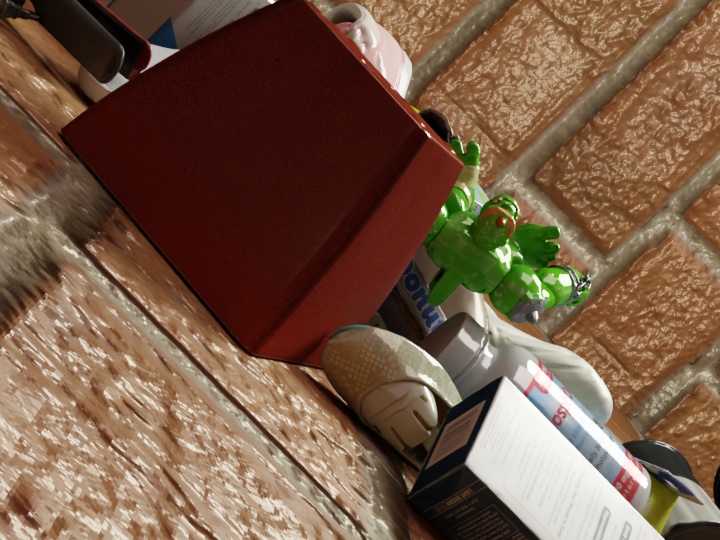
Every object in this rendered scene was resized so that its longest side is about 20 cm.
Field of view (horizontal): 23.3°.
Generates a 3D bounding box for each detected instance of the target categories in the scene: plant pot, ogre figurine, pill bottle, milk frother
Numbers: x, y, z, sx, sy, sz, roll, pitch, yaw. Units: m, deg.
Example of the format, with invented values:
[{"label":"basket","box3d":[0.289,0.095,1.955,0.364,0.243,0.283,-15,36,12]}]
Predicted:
[{"label":"plant pot","box3d":[-0.046,-0.070,1.187,0.200,0.176,0.200,48,6,14]},{"label":"ogre figurine","box3d":[0.092,-0.024,1.360,0.200,0.098,0.120,55,23,-13]},{"label":"pill bottle","box3d":[0.122,0.130,1.352,0.200,0.109,0.109,45,7,-9]},{"label":"milk frother","box3d":[0.349,0.249,1.704,0.181,0.200,0.188,48,6,-20]}]

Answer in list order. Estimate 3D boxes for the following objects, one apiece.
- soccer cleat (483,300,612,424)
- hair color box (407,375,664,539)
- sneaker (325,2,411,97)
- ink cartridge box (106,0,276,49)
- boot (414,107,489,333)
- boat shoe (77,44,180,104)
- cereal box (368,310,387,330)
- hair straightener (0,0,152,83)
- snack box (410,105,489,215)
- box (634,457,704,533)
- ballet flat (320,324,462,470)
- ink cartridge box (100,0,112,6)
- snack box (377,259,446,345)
[{"label":"soccer cleat","box3d":[0.128,0.079,1.526,0.200,0.069,0.078,36,21,21]},{"label":"hair color box","box3d":[0.130,0.178,1.169,0.200,0.060,0.100,45,38,-11]},{"label":"sneaker","box3d":[-0.012,-0.140,1.456,0.105,0.075,0.201,50,35,-40]},{"label":"ink cartridge box","box3d":[-0.121,-0.179,1.510,0.200,0.145,0.084,40,8,-47]},{"label":"boot","box3d":[0.067,-0.032,1.471,0.146,0.070,0.200,91,-14,-48]},{"label":"boat shoe","box3d":[-0.157,-0.137,1.378,0.072,0.068,0.200,51,29,14]},{"label":"cereal box","box3d":[0.000,0.000,1.521,0.200,0.039,0.144,38,28,-60]},{"label":"hair straightener","box3d":[-0.243,-0.210,1.278,0.200,0.041,0.077,46,27,11]},{"label":"snack box","box3d":[0.022,-0.114,1.647,0.200,0.068,0.169,31,21,-41]},{"label":"box","box3d":[0.184,0.165,1.497,0.200,0.048,0.122,23,-8,32]},{"label":"ballet flat","box3d":[0.048,0.108,1.221,0.200,0.067,0.062,41,18,-37]},{"label":"ink cartridge box","box3d":[-0.178,-0.231,1.727,0.144,0.084,0.200,48,6,16]},{"label":"snack box","box3d":[0.033,0.022,1.403,0.072,0.024,0.200,16,-41,59]}]
